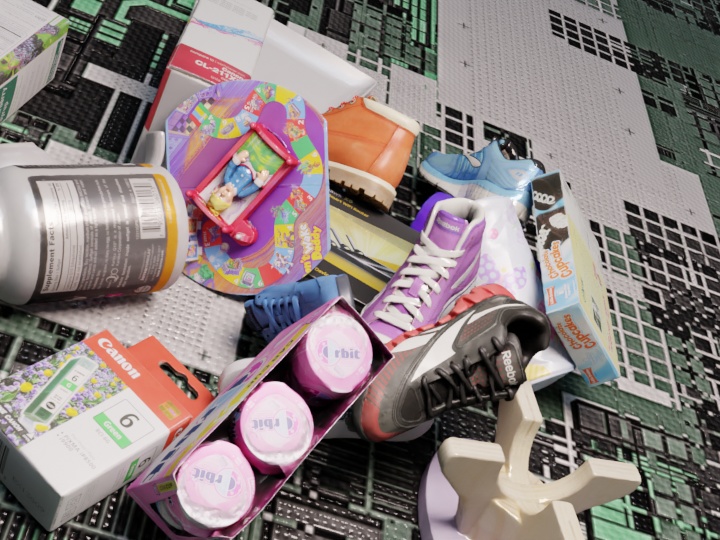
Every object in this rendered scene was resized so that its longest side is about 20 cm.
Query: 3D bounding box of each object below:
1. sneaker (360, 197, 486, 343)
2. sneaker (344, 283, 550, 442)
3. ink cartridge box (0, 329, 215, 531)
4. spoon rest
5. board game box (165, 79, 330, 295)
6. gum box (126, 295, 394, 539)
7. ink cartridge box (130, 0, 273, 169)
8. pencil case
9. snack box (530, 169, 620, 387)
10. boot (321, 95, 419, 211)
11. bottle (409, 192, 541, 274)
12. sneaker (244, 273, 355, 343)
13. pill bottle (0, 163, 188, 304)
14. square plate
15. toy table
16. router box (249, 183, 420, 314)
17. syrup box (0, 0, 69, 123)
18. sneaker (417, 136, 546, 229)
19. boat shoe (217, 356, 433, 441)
[{"bbox_3d":[0.051,0.006,0.976,0.072,0.115,0.201,25,46,14],"label":"sneaker"},{"bbox_3d":[0.079,0.079,0.907,0.200,0.071,0.098,-32,29,-29],"label":"sneaker"},{"bbox_3d":[-0.197,0.107,0.872,0.109,0.051,0.200,41,40,17],"label":"ink cartridge box"},{"bbox_3d":[-0.277,-0.091,1.020,0.199,0.061,0.099,-10,7,-25],"label":"spoon rest"},{"bbox_3d":[-0.109,-0.076,1.021,0.157,0.202,0.039,-1,3,10],"label":"board game box"},{"bbox_3d":[-0.078,0.118,0.826,0.066,0.113,0.200,48,60,-6],"label":"gum box"},{"bbox_3d":[-0.164,-0.189,1.158,0.082,0.146,0.201,22,38,-10],"label":"ink cartridge box"},{"bbox_3d":[0.143,0.025,1.104,0.090,0.083,0.201,-12,77,-48],"label":"pencil case"},{"bbox_3d":[0.215,0.005,1.119,0.116,0.037,0.201,54,26,-35],"label":"snack box"},{"bbox_3d":[-0.028,-0.146,1.198,0.199,0.108,0.075,24,-5,28],"label":"boot"},{"bbox_3d":[0.147,-0.007,1.209,0.199,0.066,0.084,35,21,8],"label":"bottle"},{"bbox_3d":[-0.055,0.041,0.955,0.078,0.200,0.066,-6,89,-16],"label":"sneaker"},{"bbox_3d":[-0.257,-0.032,0.943,0.199,0.117,0.117,-5,48,-36],"label":"pill bottle"},{"bbox_3d":[-0.098,-0.236,1.355,0.197,0.029,0.200,31,37,4],"label":"square plate"},{"bbox_3d":[0.131,0.196,0.925,0.183,0.117,0.201,3,43,-30],"label":"toy table"},{"bbox_3d":[0.000,0.000,1.121,0.199,0.052,0.158,28,36,-1],"label":"router box"},{"bbox_3d":[-0.374,-0.196,1.089,0.081,0.079,0.200,27,37,-2],"label":"syrup box"},{"bbox_3d":[0.144,-0.107,1.257,0.078,0.090,0.200,38,-5,-34],"label":"sneaker"},{"bbox_3d":[-0.031,0.101,0.972,0.199,0.072,0.066,6,27,-20],"label":"boat shoe"}]
